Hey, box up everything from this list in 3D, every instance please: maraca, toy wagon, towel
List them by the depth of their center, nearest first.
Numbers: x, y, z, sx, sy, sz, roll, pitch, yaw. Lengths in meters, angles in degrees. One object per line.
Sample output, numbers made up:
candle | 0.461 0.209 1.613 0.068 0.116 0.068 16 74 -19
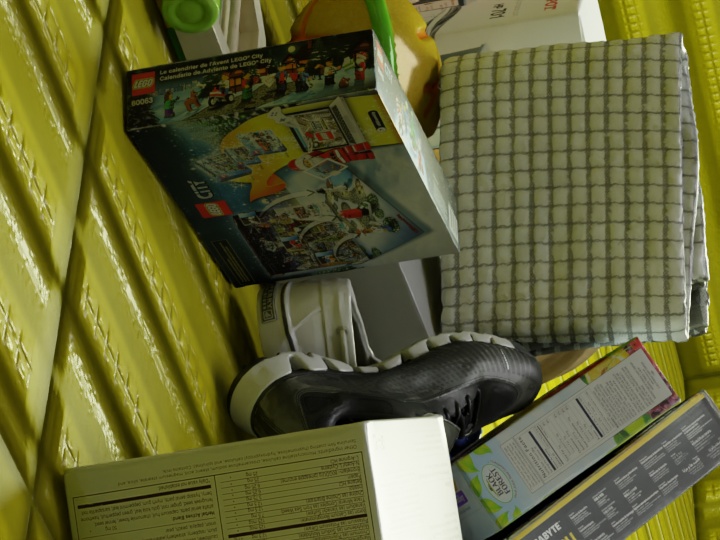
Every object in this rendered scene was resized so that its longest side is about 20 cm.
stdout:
toy wagon | -0.092 -0.186 1.575 0.156 0.039 0.201 -88 164 -46
towel | 0.134 -0.041 1.735 0.086 0.164 0.201 64 24 -70
maraca | -0.003 -0.100 1.797 0.137 0.106 0.201 -109 -160 -50

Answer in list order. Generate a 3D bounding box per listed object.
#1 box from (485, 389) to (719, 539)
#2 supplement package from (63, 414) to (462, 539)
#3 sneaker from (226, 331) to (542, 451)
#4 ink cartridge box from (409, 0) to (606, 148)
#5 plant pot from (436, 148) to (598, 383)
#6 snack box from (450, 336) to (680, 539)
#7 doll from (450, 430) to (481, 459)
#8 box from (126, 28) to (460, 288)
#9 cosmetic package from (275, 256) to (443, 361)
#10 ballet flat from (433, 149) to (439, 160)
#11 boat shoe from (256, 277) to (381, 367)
box | 0.125 0.164 1.726 0.200 0.160 0.049 -32 84 -37
supplement package | -0.031 0.178 1.287 0.191 0.146 0.202 10 70 -78
sneaker | 0.028 0.085 1.555 0.091 0.199 0.067 49 -48 44
ink cartridge box | 0.069 -0.143 1.930 0.147 0.199 0.086 -67 145 -71
plant pot | 0.070 0.000 1.935 0.174 0.199 0.202 -22 103 -59
snack box | 0.098 0.118 1.692 0.053 0.142 0.200 56 -20 5
doll | 0.048 0.130 1.858 0.136 0.048 0.200 -45 165 -30
box | -0.033 -0.057 1.507 0.200 0.136 0.038 60 25 -61
cosmetic package | 0.000 0.000 1.712 0.107 0.090 0.201 -79 147 -61
ballet flat | 0.031 0.021 1.819 0.069 0.069 0.201 -58 164 -74
boat shoe | -0.002 0.080 1.637 0.072 0.065 0.201 -86 160 -52
